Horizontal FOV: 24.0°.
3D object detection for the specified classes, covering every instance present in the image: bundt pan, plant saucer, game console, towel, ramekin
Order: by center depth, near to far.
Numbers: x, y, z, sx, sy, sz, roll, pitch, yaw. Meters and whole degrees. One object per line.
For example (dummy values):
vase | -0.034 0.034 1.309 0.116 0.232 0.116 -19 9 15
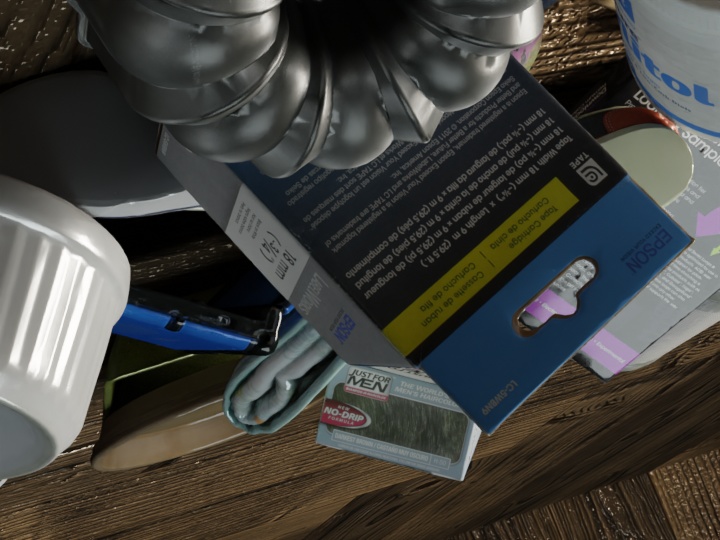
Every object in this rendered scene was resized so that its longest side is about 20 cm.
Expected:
bundt pan | -0.011 -0.112 0.629 0.201 0.076 0.203 -14 141 -12
ramekin | -0.213 0.031 0.796 0.201 0.095 0.203 4 155 2
game console | -0.091 -0.014 0.983 0.170 0.119 0.200 17 172 -17
towel | 0.000 0.000 1.034 0.200 0.048 0.172 -41 -167 50
plant saucer | -0.096 0.049 1.215 0.199 0.048 0.200 -17 168 -14
plant saucer | -0.105 0.099 1.240 0.199 0.030 0.200 -20 167 -5

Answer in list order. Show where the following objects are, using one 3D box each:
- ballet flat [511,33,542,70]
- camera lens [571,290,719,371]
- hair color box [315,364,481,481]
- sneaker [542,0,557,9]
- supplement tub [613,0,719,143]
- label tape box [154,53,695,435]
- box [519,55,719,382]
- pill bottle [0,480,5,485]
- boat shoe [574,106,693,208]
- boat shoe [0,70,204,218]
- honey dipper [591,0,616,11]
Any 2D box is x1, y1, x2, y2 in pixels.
ballet flat | 0.007 -0.076 0.892 0.199 0.071 0.069 -24 120 18
camera lens | 0.198 -0.036 1.129 0.159 0.161 0.200 -9 160 -37
hair color box | 0.037 0.083 1.154 0.098 0.061 0.200 14 -174 7
sneaker | 0.023 -0.138 0.723 0.199 0.071 0.082 -18 165 -20
supplement tub | 0.182 -0.145 0.799 0.131 0.133 0.200 -24 163 8
label tape box | 0.026 -0.033 0.761 0.144 0.200 0.063 -39 171 -24
box | 0.160 -0.035 0.987 0.143 0.036 0.200 35 123 -20
pill bottle | -0.258 0.081 1.004 0.112 0.114 0.200 -19 164 -9
boat shoe | 0.075 -0.040 0.901 0.199 0.072 0.063 -19 -155 -1
boat shoe | -0.088 -0.054 0.819 0.199 0.071 0.070 -7 160 -14
honey dipper | 0.148 -0.144 0.932 0.038 0.038 0.200 -30 161 29
